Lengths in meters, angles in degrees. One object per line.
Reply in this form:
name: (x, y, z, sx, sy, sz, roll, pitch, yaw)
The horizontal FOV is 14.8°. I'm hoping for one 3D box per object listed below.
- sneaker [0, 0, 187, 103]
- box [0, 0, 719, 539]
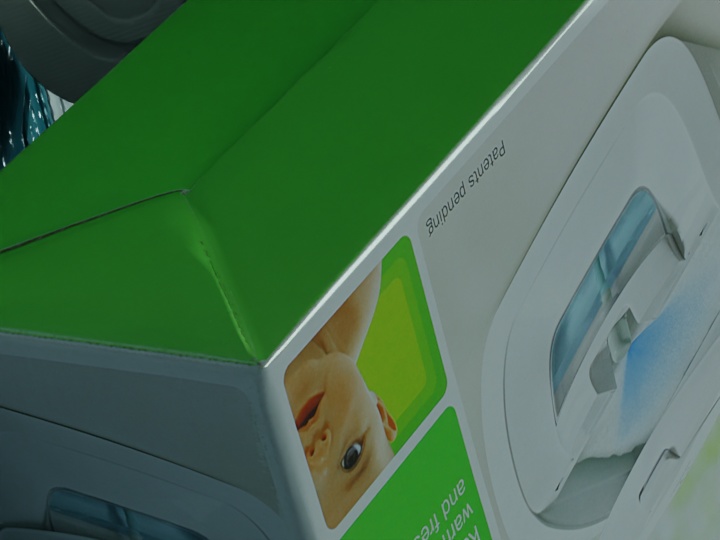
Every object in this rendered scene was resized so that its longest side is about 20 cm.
sneaker: (-0.076, -0.135, 0.615, 0.081, 0.076, 0.200, -123, -157, -78)
box: (0.014, 0.027, 0.572, 0.200, 0.097, 0.177, -47, 132, -42)
